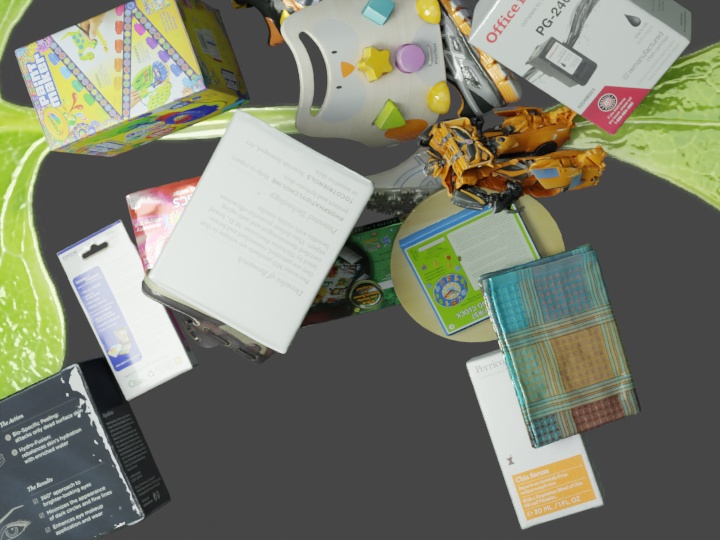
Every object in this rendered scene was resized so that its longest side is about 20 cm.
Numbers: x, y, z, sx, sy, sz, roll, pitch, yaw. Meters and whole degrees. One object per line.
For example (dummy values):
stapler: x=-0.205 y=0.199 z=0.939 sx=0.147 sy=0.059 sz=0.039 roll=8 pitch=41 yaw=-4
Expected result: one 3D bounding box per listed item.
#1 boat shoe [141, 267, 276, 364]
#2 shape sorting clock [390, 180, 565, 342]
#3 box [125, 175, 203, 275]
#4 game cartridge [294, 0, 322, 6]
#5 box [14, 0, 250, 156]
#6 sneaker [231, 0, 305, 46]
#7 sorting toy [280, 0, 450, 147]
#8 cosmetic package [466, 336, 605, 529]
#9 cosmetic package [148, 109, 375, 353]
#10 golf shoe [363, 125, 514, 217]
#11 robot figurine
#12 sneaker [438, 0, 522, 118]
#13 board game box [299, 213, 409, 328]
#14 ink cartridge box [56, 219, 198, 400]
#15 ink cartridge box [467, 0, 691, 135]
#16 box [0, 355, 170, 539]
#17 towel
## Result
boat shoe: x=-0.173 y=0.058 z=1.686 sx=0.200 sy=0.072 sz=0.065 roll=24 pitch=108 yaw=-35
shape sorting clock: x=0.133 y=-0.009 z=1.656 sx=0.199 sy=0.039 sz=0.201 roll=0 pitch=111 yaw=0
box: x=-0.161 y=-0.064 z=1.705 sx=0.199 sy=0.095 sz=0.100 roll=-13 pitch=91 yaw=10
game cartridge: x=-0.005 y=-0.387 z=1.647 sx=0.040 sy=0.133 sz=0.201 roll=29 pitch=102 yaw=25
box: x=-0.255 y=-0.222 z=1.664 sx=0.192 sy=0.200 sz=0.122 roll=-20 pitch=89 yaw=11
sneaker: x=-0.131 y=-0.355 z=1.705 sx=0.090 sy=0.070 sz=0.200 roll=-39 pitch=82 yaw=18
sorting toy: x=-0.004 y=-0.226 z=1.611 sx=0.180 sy=0.107 sz=0.201 roll=-15 pitch=102 yaw=-30
cosmetic package: x=0.201 y=0.182 z=1.661 sx=0.101 sy=0.071 sz=0.201 roll=-20 pitch=88 yaw=10
cosmetic package: x=-0.106 y=-0.043 z=1.559 sx=0.166 sy=0.167 sz=0.200 roll=28 pitch=91 yaw=-4
golf shoe: x=0.083 y=-0.117 z=1.684 sx=0.199 sy=0.078 sz=0.098 roll=-5 pitch=74 yaw=5
robot figurine: x=0.162 y=-0.130 z=1.602 sx=0.199 sy=0.058 sz=0.145 roll=-9 pitch=51 yaw=-25
sneaker: x=0.102 y=-0.262 z=1.665 sx=0.077 sy=0.078 sz=0.200 roll=-35 pitch=83 yaw=20
board game box: x=0.000 y=0.000 z=1.696 sx=0.199 sy=0.023 sz=0.105 roll=-13 pitch=114 yaw=10
ink cartridge box: x=-0.282 y=0.048 z=1.761 sx=0.094 sy=0.037 sz=0.200 roll=-27 pitch=90 yaw=11
ink cartridge box: x=0.236 y=-0.266 z=1.585 sx=0.200 sy=0.083 sz=0.145 roll=31 pitch=125 yaw=-9
box: x=-0.363 y=0.233 z=1.740 sx=0.196 sy=0.117 sz=0.201 roll=-25 pitch=88 yaw=10
towel: x=0.225 y=0.082 z=1.616 sx=0.146 sy=0.022 sz=0.201 roll=-16 pitch=88 yaw=-18
